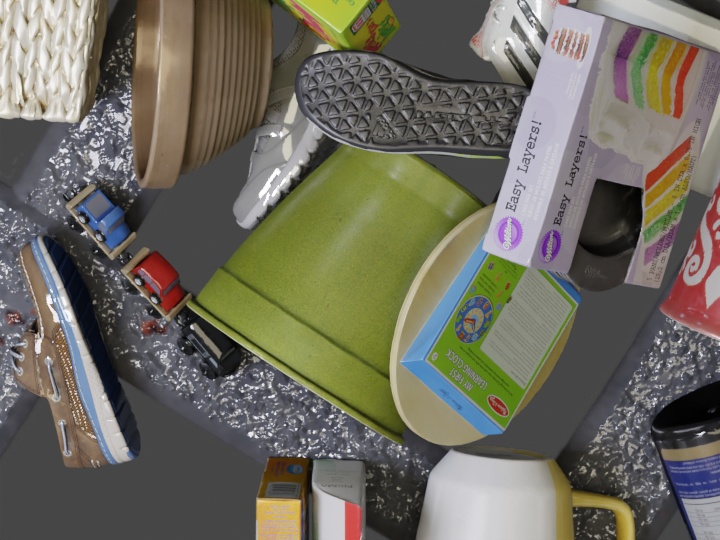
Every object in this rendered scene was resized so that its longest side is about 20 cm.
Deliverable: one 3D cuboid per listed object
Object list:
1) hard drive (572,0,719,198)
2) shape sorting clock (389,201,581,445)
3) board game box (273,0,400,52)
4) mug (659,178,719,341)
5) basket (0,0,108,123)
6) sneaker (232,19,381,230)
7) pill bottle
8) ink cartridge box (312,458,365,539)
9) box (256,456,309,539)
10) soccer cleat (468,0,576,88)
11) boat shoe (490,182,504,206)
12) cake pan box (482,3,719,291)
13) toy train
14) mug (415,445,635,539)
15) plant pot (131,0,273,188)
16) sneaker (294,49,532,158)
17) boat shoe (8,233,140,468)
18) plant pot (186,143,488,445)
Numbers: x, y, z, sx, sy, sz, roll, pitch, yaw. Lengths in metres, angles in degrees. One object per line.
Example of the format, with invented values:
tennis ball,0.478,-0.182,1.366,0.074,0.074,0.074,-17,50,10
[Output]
hard drive,0.249,-0.141,1.677,0.199,0.026,0.132,22,101,-2
shape sorting clock,0.095,0.040,1.608,0.039,0.200,0.201,23,105,39
board game box,-0.067,-0.239,1.599,0.200,0.102,0.048,39,88,14
mug,0.332,-0.040,1.639,0.133,0.177,0.201,22,99,19
basket,-0.257,-0.215,1.631,0.123,0.136,0.201,9,101,-3
sneaker,-0.054,-0.127,1.680,0.082,0.075,0.200,30,96,13
pill bottle,0.315,0.195,1.695,0.112,0.112,0.201,-21,100,6
ink cartridge box,-0.018,0.252,1.675,0.050,0.200,0.162,0,101,3
box,-0.062,0.264,1.721,0.041,0.119,0.201,-1,101,2
soccer cleat,0.125,-0.198,1.629,0.085,0.069,0.201,-2,102,4
boat shoe,0.137,-0.020,1.686,0.065,0.074,0.202,24,105,-45
cake pan box,0.185,-0.086,1.584,0.052,0.184,0.201,23,98,41
toy train,-0.168,0.009,1.710,0.200,0.046,0.034,48,61,-6
mug,0.118,0.222,1.715,0.149,0.186,0.154,5,93,34
plant pot,-0.119,-0.160,1.609,0.092,0.201,0.202,3,101,-12
sneaker,0.047,-0.116,1.591,0.199,0.083,0.072,12,89,-3
boat shoe,-0.245,0.071,1.715,0.072,0.072,0.201,-18,100,7
plant pot,0.000,0.000,1.644,0.200,0.200,0.193,33,88,-4
